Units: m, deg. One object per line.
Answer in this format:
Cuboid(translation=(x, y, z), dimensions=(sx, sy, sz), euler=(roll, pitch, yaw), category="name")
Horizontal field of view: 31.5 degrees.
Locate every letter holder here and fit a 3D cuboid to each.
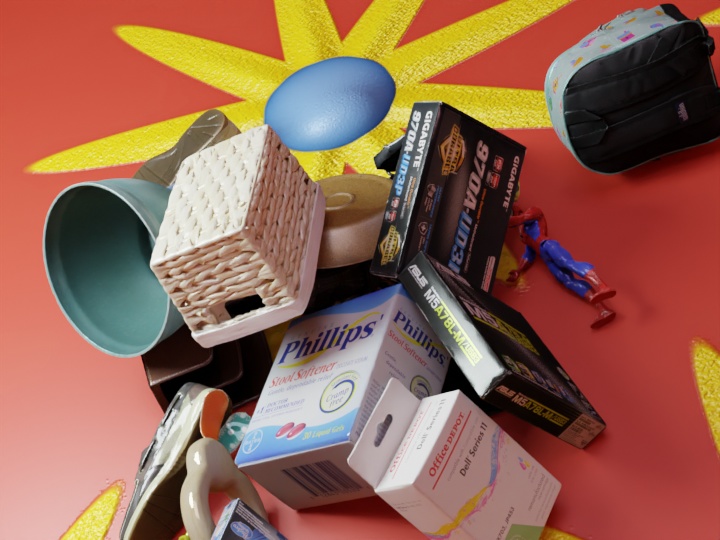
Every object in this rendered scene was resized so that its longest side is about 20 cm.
Cuboid(translation=(-0.195, 0.071, 1.540), dimensions=(0.141, 0.101, 0.201), euler=(-22, 46, -4), category="letter holder")

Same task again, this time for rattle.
Cuboid(translation=(-0.178, 0.250, 1.376), dimensions=(0.143, 0.130, 0.201), euler=(-42, 56, 37), category="rattle")

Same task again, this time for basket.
Cuboid(translation=(-0.129, -0.041, 1.350), dimensions=(0.135, 0.124, 0.201), euler=(-20, 35, 22), category="basket")

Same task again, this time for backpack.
Cuboid(translation=(0.327, -0.219, 1.572), dimensions=(0.199, 0.177, 0.153), euler=(-27, 30, -4), category="backpack")

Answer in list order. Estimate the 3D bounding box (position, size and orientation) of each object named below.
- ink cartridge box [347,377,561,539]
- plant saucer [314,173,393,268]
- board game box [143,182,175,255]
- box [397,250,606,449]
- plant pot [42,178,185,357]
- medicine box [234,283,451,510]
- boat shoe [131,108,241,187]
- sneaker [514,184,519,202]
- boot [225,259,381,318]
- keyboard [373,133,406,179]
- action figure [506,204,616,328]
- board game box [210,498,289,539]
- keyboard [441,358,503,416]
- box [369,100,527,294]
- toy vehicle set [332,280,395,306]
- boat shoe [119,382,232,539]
Cuboid(translation=(0.095, 0.202, 1.257), dimensions=(0.067, 0.200, 0.118), euler=(-22, 32, 53), category="ink cartridge box")
Cuboid(translation=(-0.023, -0.067, 1.475), dimensions=(0.198, 0.036, 0.201), euler=(-9, 28, 5), category="plant saucer")
Cuboid(translation=(-0.176, -0.064, 1.616), dimensions=(0.198, 0.044, 0.199), euler=(6, 23, 16), category="board game box")
Cuboid(translation=(0.150, 0.085, 1.346), dimensions=(0.048, 0.199, 0.194), euler=(-45, 45, 15), category="box")
Cuboid(translation=(-0.245, -0.018, 1.455), dimensions=(0.199, 0.202, 0.134), euler=(19, 28, 32), category="plant pot")
Cuboid(translation=(-0.014, 0.138, 1.369), dimensions=(0.181, 0.103, 0.201), euler=(-20, 39, 41), category="medicine box")
Cuboid(translation=(-0.247, -0.135, 1.766), dimensions=(0.200, 0.065, 0.072), euler=(-44, 52, 4), category="boat shoe")
Cuboid(translation=(0.114, -0.084, 1.531), dimensions=(0.130, 0.080, 0.200), euler=(-14, 22, 49), category="sneaker")
Cuboid(translation=(-0.089, 0.024, 1.468), dimensions=(0.173, 0.070, 0.199), euler=(-17, -2, -40), category="boot")
Cuboid(translation=(0.072, -0.153, 1.585), dimensions=(0.104, 0.200, 0.040), euler=(-36, 75, 24), category="keyboard")
Cuboid(translation=(0.205, -0.007, 1.495), dimensions=(0.098, 0.066, 0.200), euler=(-21, 46, -13), category="action figure")
Cuboid(translation=(-0.107, 0.363, 1.227), dimensions=(0.200, 0.062, 0.200), euler=(40, 66, -2), category="board game box")
Cuboid(translation=(0.094, 0.094, 1.467), dimensions=(0.103, 0.040, 0.201), euler=(-12, 52, -11), category="keyboard")
Cuboid(translation=(0.101, -0.069, 1.427), dimensions=(0.046, 0.158, 0.202), euler=(8, 80, 47), category="box")
Cuboid(translation=(0.000, 0.000, 1.586), dimensions=(0.124, 0.027, 0.199), euler=(-42, 50, -19), category="toy vehicle set")
Cuboid(translation=(-0.213, 0.219, 1.420), dimensions=(0.066, 0.072, 0.202), euler=(19, 78, 40), category="boat shoe")
